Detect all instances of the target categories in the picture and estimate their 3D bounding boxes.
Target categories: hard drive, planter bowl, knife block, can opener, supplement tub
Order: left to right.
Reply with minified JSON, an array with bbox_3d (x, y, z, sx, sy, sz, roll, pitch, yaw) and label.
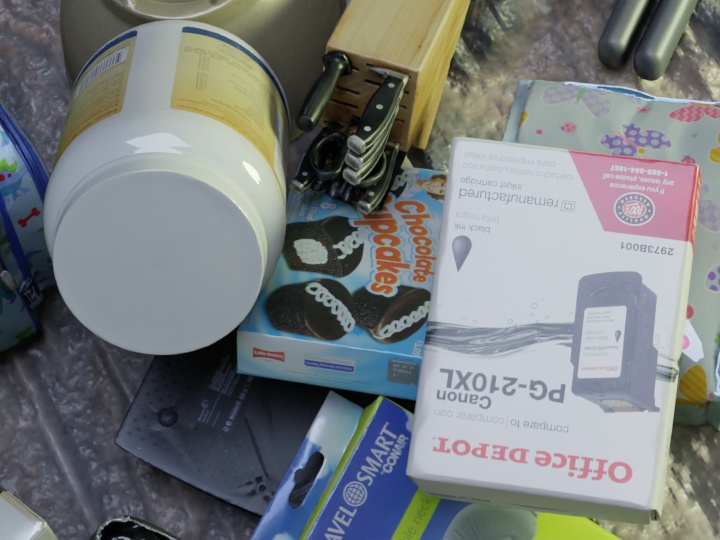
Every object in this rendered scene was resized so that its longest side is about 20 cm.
[{"bbox_3d":[-0.116,-0.052,1.375,0.144,0.145,0.200,-5,29,3],"label":"supplement tub"},{"bbox_3d":[-0.112,-0.186,1.511,0.199,0.135,0.201,-2,65,5],"label":"planter bowl"},{"bbox_3d":[-0.040,0.097,1.427,0.199,0.042,0.135,21,70,11],"label":"hard drive"},{"bbox_3d":[0.015,-0.136,1.430,0.064,0.176,0.201,17,91,8],"label":"knife block"},{"bbox_3d":[0.218,-0.227,1.536,0.053,0.067,0.201,21,69,15],"label":"can opener"}]

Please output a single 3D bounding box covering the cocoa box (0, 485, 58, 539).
[{"bbox_3d":[-0.279,0.206,1.326,0.131,0.134,0.200,35,72,20],"label":"cocoa box"}]

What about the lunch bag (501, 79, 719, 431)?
[{"bbox_3d":[0.163,-0.014,1.416,0.169,0.127,0.201,8,78,8],"label":"lunch bag"}]

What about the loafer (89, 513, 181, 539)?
[{"bbox_3d":[-0.094,0.217,1.364,0.200,0.070,0.075,34,73,18],"label":"loafer"}]

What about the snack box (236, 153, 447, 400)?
[{"bbox_3d":[0.000,0.000,1.420,0.116,0.037,0.200,8,36,7],"label":"snack box"}]

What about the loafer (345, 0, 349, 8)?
[{"bbox_3d":[0.070,-0.230,1.545,0.200,0.063,0.072,-43,94,-15],"label":"loafer"}]

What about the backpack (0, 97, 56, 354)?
[{"bbox_3d":[-0.274,-0.049,1.428,0.147,0.200,0.183,-33,67,-10],"label":"backpack"}]

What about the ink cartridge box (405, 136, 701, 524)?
[{"bbox_3d":[0.112,0.036,1.303,0.144,0.084,0.201,7,81,9],"label":"ink cartridge box"}]

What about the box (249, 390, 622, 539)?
[{"bbox_3d":[0.046,0.166,1.354,0.200,0.048,0.122,31,70,-4],"label":"box"}]
